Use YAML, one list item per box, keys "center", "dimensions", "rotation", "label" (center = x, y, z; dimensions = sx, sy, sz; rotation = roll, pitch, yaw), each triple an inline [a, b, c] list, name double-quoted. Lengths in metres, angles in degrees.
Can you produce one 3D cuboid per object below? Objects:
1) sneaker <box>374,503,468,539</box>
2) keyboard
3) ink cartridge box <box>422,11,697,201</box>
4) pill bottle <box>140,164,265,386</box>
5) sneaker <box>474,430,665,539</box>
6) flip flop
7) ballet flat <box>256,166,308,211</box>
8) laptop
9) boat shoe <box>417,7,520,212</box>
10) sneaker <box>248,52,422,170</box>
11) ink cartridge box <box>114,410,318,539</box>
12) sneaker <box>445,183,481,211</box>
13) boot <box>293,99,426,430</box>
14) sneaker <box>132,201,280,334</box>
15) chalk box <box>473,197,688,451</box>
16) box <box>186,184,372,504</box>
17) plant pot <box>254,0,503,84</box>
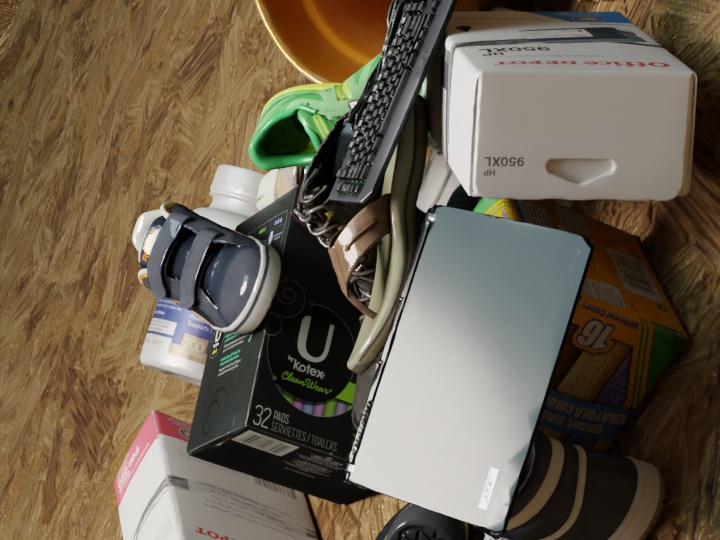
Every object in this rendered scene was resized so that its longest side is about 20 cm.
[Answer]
- center: [0.027, 0.232, 1.431]
  dimensions: [0.201, 0.071, 0.083]
  rotation: [-57, 2, 25]
  label: "sneaker"
- center: [0.023, -0.138, 1.364]
  dimensions: [0.201, 0.020, 0.127]
  rotation: [-67, 14, -5]
  label: "keyboard"
- center: [0.126, -0.113, 1.315]
  dimensions: [0.200, 0.143, 0.085]
  rotation: [-112, 22, -70]
  label: "ink cartridge box"
- center: [-0.126, 0.009, 1.871]
  dimensions: [0.111, 0.110, 0.202]
  rotation: [2, 73, 66]
  label: "pill bottle"
- center: [0.092, 0.176, 1.250]
  dimensions: [0.201, 0.108, 0.070]
  rotation: [-55, 26, 31]
  label: "sneaker"
- center: [0.008, -0.028, 1.372]
  dimensions: [0.081, 0.057, 0.202]
  rotation: [144, 135, -77]
  label: "flip flop"
- center: [-0.049, -0.053, 1.674]
  dimensions: [0.200, 0.067, 0.069]
  rotation: [61, -138, -64]
  label: "ballet flat"
- center: [0.063, 0.060, 1.224]
  dimensions: [0.200, 0.102, 0.179]
  rotation: [78, -149, -83]
  label: "laptop"
- center: [0.079, -0.119, 1.578]
  dimensions: [0.201, 0.069, 0.071]
  rotation: [-62, 25, 18]
  label: "boat shoe"
- center: [-0.002, -0.115, 1.504]
  dimensions: [0.199, 0.074, 0.084]
  rotation: [-20, 23, 36]
  label: "sneaker"
- center: [-0.113, 0.218, 1.620]
  dimensions: [0.085, 0.145, 0.200]
  rotation: [-60, 24, 17]
  label: "ink cartridge box"
- center: [0.103, -0.051, 1.493]
  dimensions: [0.080, 0.077, 0.202]
  rotation: [80, -158, -80]
  label: "sneaker"
- center: [0.000, 0.000, 1.451]
  dimensions: [0.069, 0.174, 0.201]
  rotation: [-4, 55, 32]
  label: "boot"
- center: [-0.126, -0.003, 1.546]
  dimensions: [0.079, 0.079, 0.200]
  rotation: [-68, 23, 0]
  label: "sneaker"
- center: [0.098, 0.066, 1.310]
  dimensions: [0.201, 0.123, 0.125]
  rotation: [-57, 25, 25]
  label: "chalk box"
- center: [-0.032, 0.061, 1.570]
  dimensions: [0.124, 0.148, 0.202]
  rotation: [-29, 45, 58]
  label: "box"
- center: [0.041, -0.257, 1.593]
  dimensions: [0.199, 0.183, 0.202]
  rotation: [17, 118, 35]
  label: "plant pot"
